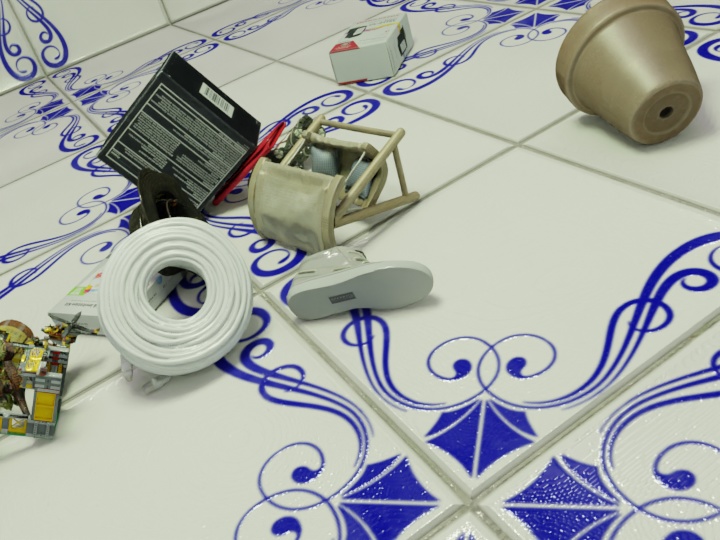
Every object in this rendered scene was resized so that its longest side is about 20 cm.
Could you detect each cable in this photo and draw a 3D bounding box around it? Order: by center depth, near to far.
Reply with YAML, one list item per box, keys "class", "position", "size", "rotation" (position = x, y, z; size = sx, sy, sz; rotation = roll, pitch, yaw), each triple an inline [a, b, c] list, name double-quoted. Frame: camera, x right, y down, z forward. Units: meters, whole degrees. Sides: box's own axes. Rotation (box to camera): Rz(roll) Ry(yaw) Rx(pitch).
- class: "cable"
  position: [-0.237, 0.031, 0.945]
  size: [0.198, 0.202, 0.069]
  rotation: [-23, -10, -15]

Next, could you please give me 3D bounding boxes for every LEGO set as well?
- class: "LEGO set"
  position: [-0.429, 0.112, 0.927]
  size: [0.152, 0.117, 0.201]
  rotation: [15, 27, -10]

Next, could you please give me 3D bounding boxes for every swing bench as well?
- class: "swing bench"
  position: [-0.051, -0.129, 1.133]
  size: [0.198, 0.131, 0.200]
  rotation: [19, 48, 43]

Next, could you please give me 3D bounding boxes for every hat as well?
- class: "hat"
  position: [-0.286, -0.047, 1.084]
  size: [0.080, 0.201, 0.201]
  rotation: [-30, 30, 11]

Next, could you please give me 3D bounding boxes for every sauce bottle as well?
- class: "sauce bottle"
  position: [-0.515, 0.150, 1.004]
  size: [0.065, 0.067, 0.201]
  rotation: [-10, 31, 13]

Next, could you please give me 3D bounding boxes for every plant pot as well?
- class: "plant pot"
  position: [0.417, -0.287, 1.108]
  size: [0.197, 0.201, 0.176]
  rotation: [-17, 49, 1]

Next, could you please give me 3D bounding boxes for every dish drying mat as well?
- class: "dish drying mat"
  position: [-0.199, -0.187, 1.292]
  size: [0.199, 0.018, 0.077]
  rotation: [-35, 24, 44]

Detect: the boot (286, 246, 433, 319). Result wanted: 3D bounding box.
- class: "boot"
  position: [0.000, 0.000, 0.963]
  size: [0.197, 0.074, 0.096]
  rotation: [-9, 40, 16]

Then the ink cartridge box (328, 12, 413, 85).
- class: "ink cartridge box"
  position: [0.028, -0.522, 1.725]
  size: [0.144, 0.084, 0.201]
  rotation: [-4, 35, 22]

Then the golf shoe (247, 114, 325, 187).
- class: "golf shoe"
  position: [-0.139, -0.195, 1.347]
  size: [0.201, 0.077, 0.088]
  rotation: [-51, 13, -29]

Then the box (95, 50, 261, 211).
- class: "box"
  position: [-0.312, -0.229, 1.280]
  size: [0.198, 0.199, 0.124]
  rotation: [-43, 25, 21]

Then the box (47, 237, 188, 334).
- class: "box"
  position: [-0.362, 0.020, 1.148]
  size: [0.154, 0.042, 0.201]
  rotation: [1, 38, 28]
